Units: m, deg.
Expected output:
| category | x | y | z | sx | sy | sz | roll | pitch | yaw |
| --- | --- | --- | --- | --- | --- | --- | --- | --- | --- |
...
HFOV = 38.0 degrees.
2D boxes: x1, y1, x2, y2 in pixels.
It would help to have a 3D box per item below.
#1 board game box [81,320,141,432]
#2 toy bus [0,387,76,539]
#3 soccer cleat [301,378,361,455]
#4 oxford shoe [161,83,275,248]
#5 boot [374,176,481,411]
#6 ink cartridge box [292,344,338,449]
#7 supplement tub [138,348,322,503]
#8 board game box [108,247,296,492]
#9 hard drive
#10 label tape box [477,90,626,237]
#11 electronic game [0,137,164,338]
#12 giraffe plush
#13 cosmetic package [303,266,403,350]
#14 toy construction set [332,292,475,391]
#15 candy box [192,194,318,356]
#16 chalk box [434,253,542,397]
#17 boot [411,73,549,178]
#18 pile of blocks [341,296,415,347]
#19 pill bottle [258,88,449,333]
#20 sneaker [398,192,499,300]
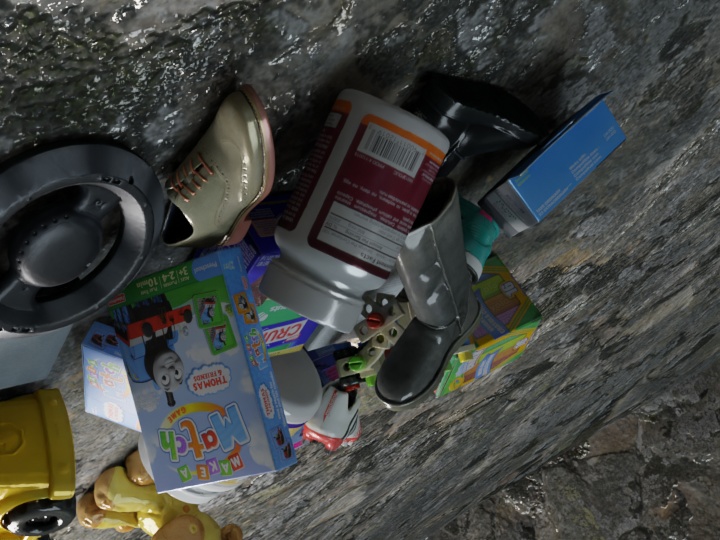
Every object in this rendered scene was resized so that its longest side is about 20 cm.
| category | x | y | z | sx | sy | sz | roll | pitch | yaw |
| --- | --- | --- | --- | --- | --- | --- | --- | --- | --- |
| board game box | -0.192 | 0.137 | 1.097 | 0.151 | 0.199 | 0.037 | 109 | 0 | -54 |
| toy bus | -0.400 | 0.218 | 1.053 | 0.191 | 0.136 | 0.200 | 2 | 142 | -35 |
| soccer cleat | -0.027 | 0.176 | 1.317 | 0.200 | 0.068 | 0.086 | 10 | 103 | -82 |
| oxford shoe | -0.126 | -0.078 | 0.899 | 0.074 | 0.071 | 0.200 | -17 | 151 | -29 |
| boot | 0.060 | 0.028 | 1.086 | 0.182 | 0.072 | 0.200 | -54 | 151 | -25 |
| ink cartridge box | -0.089 | 0.174 | 1.432 | 0.136 | 0.076 | 0.200 | -22 | 153 | -26 |
| supplement tub | -0.157 | 0.170 | 1.240 | 0.200 | 0.146 | 0.145 | -44 | 155 | 24 |
| board game box | -0.150 | 0.095 | 0.968 | 0.151 | 0.201 | 0.037 | -17 | 178 | 33 |
| hard drive | -0.356 | 0.067 | 0.919 | 0.199 | 0.033 | 0.140 | -11 | 148 | -43 |
| label tape box | 0.221 | -0.116 | 1.180 | 0.143 | 0.066 | 0.200 | -43 | -178 | -8 |
| electronic game | -0.251 | -0.023 | 0.858 | 0.200 | 0.042 | 0.200 | -30 | 147 | -22 |
| giraffe plush | -0.258 | 0.341 | 1.415 | 0.173 | 0.162 | 0.200 | -46 | 154 | 25 |
| cosmetic package | 0.000 | 0.000 | 1.213 | 0.101 | 0.071 | 0.200 | -11 | 149 | -44 |
| toy construction set | 0.043 | 0.093 | 1.246 | 0.131 | 0.093 | 0.200 | -17 | 158 | 24 |
| candy box | -0.100 | 0.012 | 1.098 | 0.169 | 0.077 | 0.200 | -10 | 148 | -44 |
| chalk box | 0.136 | 0.087 | 1.497 | 0.199 | 0.124 | 0.125 | -24 | 155 | -23 |
| boot | 0.088 | -0.119 | 1.100 | 0.198 | 0.073 | 0.163 | 5 | 134 | -46 |
| pile of blocks | 0.056 | 0.033 | 1.382 | 0.200 | 0.082 | 0.062 | -31 | 127 | -24 |
| pill bottle | -0.009 | -0.052 | 0.955 | 0.201 | 0.114 | 0.114 | -64 | 153 | 2 |
| sneaker | 0.099 | -0.034 | 1.276 | 0.200 | 0.084 | 0.121 | -15 | -140 | 59 |
